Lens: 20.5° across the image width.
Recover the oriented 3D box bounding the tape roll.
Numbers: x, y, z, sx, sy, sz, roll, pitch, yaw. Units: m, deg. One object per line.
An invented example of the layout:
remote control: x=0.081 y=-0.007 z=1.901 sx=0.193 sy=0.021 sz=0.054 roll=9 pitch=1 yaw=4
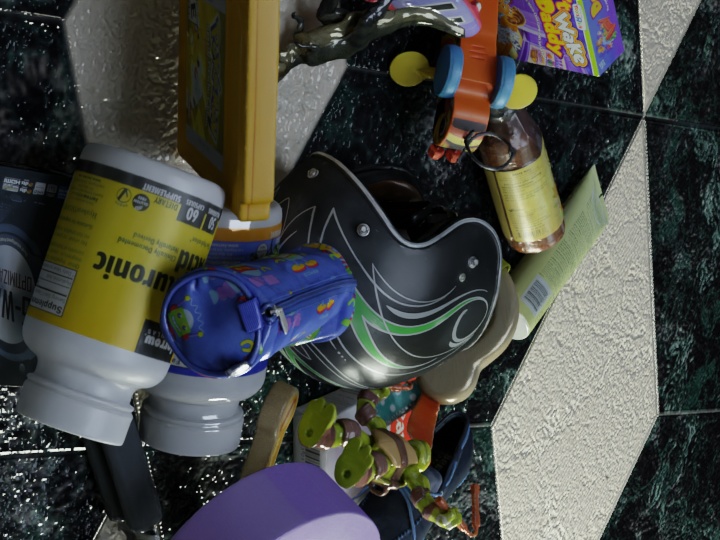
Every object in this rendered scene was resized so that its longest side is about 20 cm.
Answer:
tape roll: x=-0.080 y=0.250 z=1.591 sx=0.200 sy=0.066 sz=0.201 roll=-30 pitch=144 yaw=-25

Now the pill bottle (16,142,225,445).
pill bottle: x=-0.178 y=0.018 z=1.436 sx=0.111 sy=0.111 sz=0.201 roll=21 pitch=87 yaw=-52

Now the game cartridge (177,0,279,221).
game cartridge: x=-0.101 y=-0.144 z=1.483 sx=0.032 sy=0.200 sz=0.177 roll=-3 pitch=107 yaw=-16

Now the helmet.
helmet: x=0.000 y=0.000 z=1.660 sx=0.190 sy=0.200 sz=0.201 roll=-4 pitch=107 yaw=-31

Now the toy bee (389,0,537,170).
toy bee: x=0.084 y=-0.153 z=1.777 sx=0.200 sy=0.131 sz=0.109 roll=-64 pitch=-176 yaw=-37

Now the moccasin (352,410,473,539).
moccasin: x=0.040 y=0.192 z=1.804 sx=0.200 sy=0.080 sz=0.068 roll=-51 pitch=155 yaw=-50

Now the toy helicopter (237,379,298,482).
toy helicopter: x=-0.096 y=0.186 z=1.641 sx=0.201 sy=0.079 sz=0.132 roll=-71 pitch=166 yaw=14

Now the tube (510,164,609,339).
tube: x=0.196 y=-0.014 z=2.011 sx=0.200 sy=0.052 sz=0.058 roll=-51 pitch=178 yaw=-31

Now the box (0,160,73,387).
box: x=-0.284 y=-0.001 z=1.423 sx=0.200 sy=0.043 sz=0.161 roll=9 pitch=95 yaw=-52

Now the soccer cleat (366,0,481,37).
soccer cleat: x=0.025 y=-0.248 z=1.688 sx=0.077 sy=0.067 sz=0.200 roll=-50 pitch=130 yaw=4

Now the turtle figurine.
turtle figurine: x=0.013 y=0.148 z=1.701 sx=0.064 sy=0.200 sz=0.161 roll=-40 pitch=152 yaw=21

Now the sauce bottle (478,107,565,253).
sauce bottle: x=0.147 y=-0.109 z=1.896 sx=0.066 sy=0.066 sz=0.200 roll=-46 pitch=137 yaw=-30

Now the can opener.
can opener: x=-0.191 y=0.193 z=1.602 sx=0.066 sy=0.053 sz=0.201 roll=-33 pitch=127 yaw=-38

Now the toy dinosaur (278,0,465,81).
toy dinosaur: x=-0.005 y=-0.208 z=1.644 sx=0.199 sy=0.048 sz=0.088 roll=-17 pitch=136 yaw=-17

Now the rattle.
rattle: x=0.075 y=0.080 z=1.856 sx=0.143 sy=0.130 sz=0.201 roll=124 pitch=-23 yaw=-74

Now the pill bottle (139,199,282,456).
pill bottle: x=-0.125 y=0.039 z=1.578 sx=0.112 sy=0.112 sz=0.201 roll=-10 pitch=111 yaw=-49

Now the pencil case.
pencil case: x=-0.067 y=0.026 z=1.449 sx=0.200 sy=0.087 sz=0.078 roll=-17 pitch=99 yaw=-67

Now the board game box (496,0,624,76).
board game box: x=0.152 y=-0.278 z=1.784 sx=0.045 sy=0.134 sz=0.200 roll=-46 pitch=134 yaw=-31

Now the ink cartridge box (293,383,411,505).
ink cartridge box: x=0.018 y=0.177 z=1.859 sx=0.200 sy=0.057 sz=0.163 roll=-19 pitch=117 yaw=-41
